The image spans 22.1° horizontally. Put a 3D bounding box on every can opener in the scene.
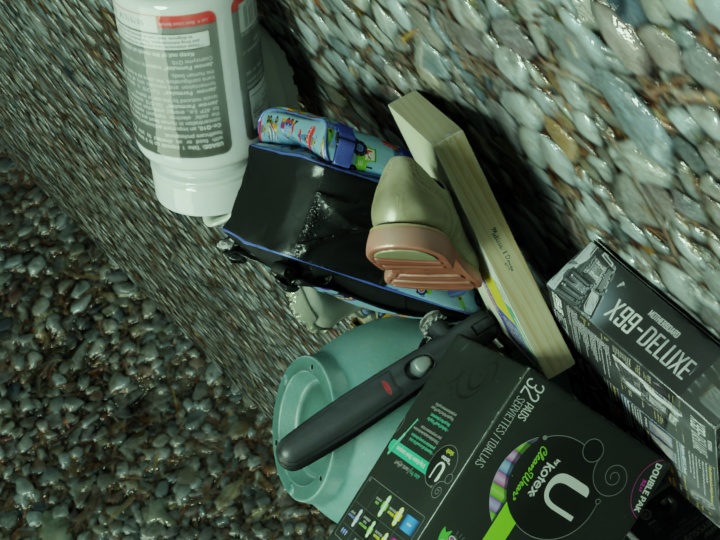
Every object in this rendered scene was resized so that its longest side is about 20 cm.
[{"bbox_3d":[0.023,0.093,1.397,0.079,0.200,0.063,58,167,20],"label":"can opener"}]

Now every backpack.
[{"bbox_3d":[0.012,-0.036,1.459,0.200,0.135,0.183,18,-178,-23],"label":"backpack"}]

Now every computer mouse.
[{"bbox_3d":[0.244,0.198,1.451,0.200,0.138,0.053,58,-174,-4],"label":"computer mouse"}]

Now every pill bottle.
[{"bbox_3d":[-0.134,-0.153,1.504,0.114,0.114,0.200,37,141,46],"label":"pill bottle"}]

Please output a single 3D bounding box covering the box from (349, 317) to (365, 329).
[{"bbox_3d":[0.072,0.139,1.869,0.163,0.021,0.200,40,168,33],"label":"box"}]

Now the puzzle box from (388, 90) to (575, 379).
[{"bbox_3d":[0.087,-0.028,1.335,0.200,0.025,0.133,63,176,-22],"label":"puzzle box"}]

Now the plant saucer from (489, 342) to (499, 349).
[{"bbox_3d":[0.101,0.155,1.657,0.035,0.200,0.200,-21,117,35],"label":"plant saucer"}]

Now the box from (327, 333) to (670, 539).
[{"bbox_3d":[0.095,0.175,1.343,0.148,0.200,0.124,33,176,-23],"label":"box"}]

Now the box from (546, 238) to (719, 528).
[{"bbox_3d":[0.213,0.085,1.313,0.158,0.050,0.200,42,168,28],"label":"box"}]

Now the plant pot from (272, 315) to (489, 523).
[{"bbox_3d":[0.010,0.130,1.504,0.200,0.134,0.200,-12,77,61],"label":"plant pot"}]

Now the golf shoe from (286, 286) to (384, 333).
[{"bbox_3d":[0.000,0.000,1.596,0.078,0.097,0.200,66,-156,6],"label":"golf shoe"}]

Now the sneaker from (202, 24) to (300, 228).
[{"bbox_3d":[-0.102,-0.123,1.614,0.076,0.080,0.200,-129,31,-49],"label":"sneaker"}]

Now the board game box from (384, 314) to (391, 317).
[{"bbox_3d":[0.064,0.081,1.886,0.200,0.046,0.152,39,166,40],"label":"board game box"}]

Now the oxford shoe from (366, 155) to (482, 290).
[{"bbox_3d":[0.049,-0.028,1.293,0.071,0.074,0.200,1,170,8],"label":"oxford shoe"}]

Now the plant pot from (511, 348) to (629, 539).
[{"bbox_3d":[0.168,0.164,1.554,0.200,0.141,0.141,57,170,7],"label":"plant pot"}]
